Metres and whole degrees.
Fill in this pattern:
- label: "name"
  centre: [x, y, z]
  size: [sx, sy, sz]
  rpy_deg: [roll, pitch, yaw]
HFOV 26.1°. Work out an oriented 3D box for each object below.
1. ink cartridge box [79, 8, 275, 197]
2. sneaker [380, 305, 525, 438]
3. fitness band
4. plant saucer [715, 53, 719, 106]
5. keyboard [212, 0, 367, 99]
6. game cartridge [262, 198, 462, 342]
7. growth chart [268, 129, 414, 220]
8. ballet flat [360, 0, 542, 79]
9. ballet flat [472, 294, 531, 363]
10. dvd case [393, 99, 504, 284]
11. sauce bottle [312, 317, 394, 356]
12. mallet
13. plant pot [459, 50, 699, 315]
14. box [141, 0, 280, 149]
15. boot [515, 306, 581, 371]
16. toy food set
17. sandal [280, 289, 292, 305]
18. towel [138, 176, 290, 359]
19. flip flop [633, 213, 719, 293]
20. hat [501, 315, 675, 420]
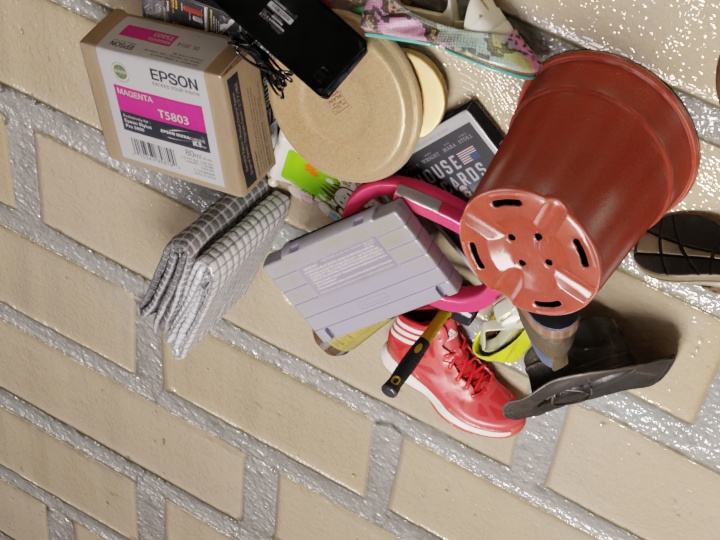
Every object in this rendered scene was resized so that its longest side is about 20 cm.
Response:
- label: "ink cartridge box"
  centre: [-0.202, -0.187, 1.733]
  size: [0.198, 0.075, 0.166]
  rpy_deg: [17, 137, 28]
- label: "sneaker"
  centre: [0.116, 0.114, 1.847]
  size: [0.198, 0.079, 0.116]
  rpy_deg: [28, 141, 12]
- label: "fitness band"
  centre: [0.072, -0.029, 1.719]
  size: [0.198, 0.038, 0.144]
  rpy_deg: [27, 139, 3]
- label: "plant saucer"
  centre: [0.410, -0.147, 1.398]
  size: [0.198, 0.037, 0.202]
  rpy_deg: [21, 137, 20]
- label: "keyboard"
  centre: [-0.089, -0.254, 1.631]
  size: [0.200, 0.104, 0.040]
  rpy_deg: [43, 178, 19]
- label: "game cartridge"
  centre: [0.000, 0.000, 1.728]
  size: [0.198, 0.039, 0.130]
  rpy_deg: [-21, 115, 35]
- label: "growth chart"
  centre: [-0.022, -0.092, 1.789]
  size: [0.198, 0.018, 0.145]
  rpy_deg: [29, 151, 14]
- label: "ballet flat"
  centre: [0.091, -0.247, 1.541]
  size: [0.198, 0.069, 0.072]
  rpy_deg: [19, 111, 23]
- label: "ballet flat"
  centre: [0.173, 0.053, 1.724]
  size: [0.066, 0.068, 0.200]
  rpy_deg: [-3, 155, -16]
- label: "dvd case"
  centre: [0.133, -0.078, 1.692]
  size: [0.200, 0.025, 0.150]
  rpy_deg: [49, 140, -13]
- label: "sauce bottle"
  centre: [0.019, 0.033, 1.854]
  size: [0.065, 0.065, 0.200]
  rpy_deg: [45, 131, -8]
- label: "mallet"
  centre: [0.066, 0.071, 1.750]
  size: [0.066, 0.200, 0.041]
  rpy_deg: [35, 135, 13]
- label: "plant pot"
  centre: [0.202, -0.075, 1.505]
  size: [0.199, 0.196, 0.202]
  rpy_deg: [21, 138, 20]
- label: "box"
  centre: [-0.168, -0.233, 1.761]
  size: [0.156, 0.050, 0.202]
  rpy_deg: [22, 138, 20]
- label: "boot"
  centre: [0.169, 0.010, 1.619]
  size: [0.097, 0.074, 0.201]
  rpy_deg: [81, 169, -53]
- label: "toy food set"
  centre: [-0.015, -0.191, 1.665]
  size: [0.198, 0.049, 0.200]
  rpy_deg: [45, 130, 4]
- label: "sandal"
  centre: [-0.065, 0.016, 1.839]
  size: [0.078, 0.070, 0.211]
  rpy_deg: [48, 164, -10]
- label: "towel"
  centre: [-0.180, -0.010, 1.894]
  size: [0.085, 0.166, 0.201]
  rpy_deg: [38, 140, 6]
- label: "flip flop"
  centre: [0.366, -0.007, 1.545]
  size: [0.198, 0.082, 0.058]
  rpy_deg: [5, 145, 28]
- label: "hat"
  centre: [0.242, 0.098, 1.708]
  size: [0.200, 0.199, 0.082]
  rpy_deg: [-36, 63, 50]
